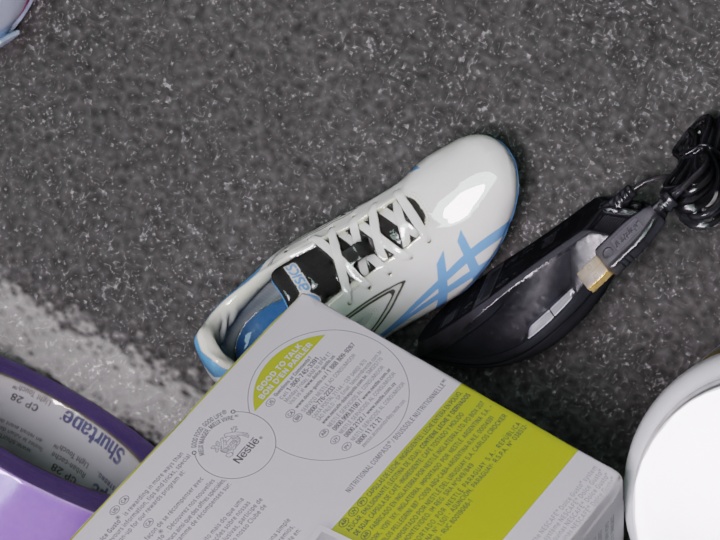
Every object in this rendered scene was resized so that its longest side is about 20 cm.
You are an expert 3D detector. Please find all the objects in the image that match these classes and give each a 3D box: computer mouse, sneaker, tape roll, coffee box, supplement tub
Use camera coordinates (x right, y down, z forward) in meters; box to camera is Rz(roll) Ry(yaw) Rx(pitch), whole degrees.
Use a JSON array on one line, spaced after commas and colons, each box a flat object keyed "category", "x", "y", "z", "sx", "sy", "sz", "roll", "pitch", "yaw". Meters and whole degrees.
[{"category": "computer mouse", "x": 0.114, "y": 0.004, "z": 1.489, "sx": 0.200, "sy": 0.140, "sz": 0.046, "roll": -37, "pitch": 98, "yaw": 13}, {"category": "sneaker", "x": 0.000, "y": 0.000, "z": 1.543, "sx": 0.200, "sy": 0.072, "sz": 0.072, "roll": -38, "pitch": 72, "yaw": 13}, {"category": "tape roll", "x": -0.185, "y": 0.117, "z": 1.532, "sx": 0.199, "sy": 0.200, "sz": 0.085, "roll": 32, "pitch": 99, "yaw": 10}, {"category": "coffee box", "x": -0.007, "y": 0.174, "z": 1.437, "sx": 0.197, "sy": 0.200, "sz": 0.200, "roll": 29, "pitch": 59, "yaw": 24}, {"category": "supplement tub", "x": 0.205, "y": 0.103, "z": 1.437, "sx": 0.144, "sy": 0.200, "sz": 0.145, "roll": 1, "pitch": 94, "yaw": 14}]

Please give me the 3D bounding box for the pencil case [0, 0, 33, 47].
[{"category": "pencil case", "x": -0.266, "y": -0.192, "z": 1.592, "sx": 0.199, "sy": 0.083, "sz": 0.091, "roll": 26, "pitch": 103, "yaw": 10}]
